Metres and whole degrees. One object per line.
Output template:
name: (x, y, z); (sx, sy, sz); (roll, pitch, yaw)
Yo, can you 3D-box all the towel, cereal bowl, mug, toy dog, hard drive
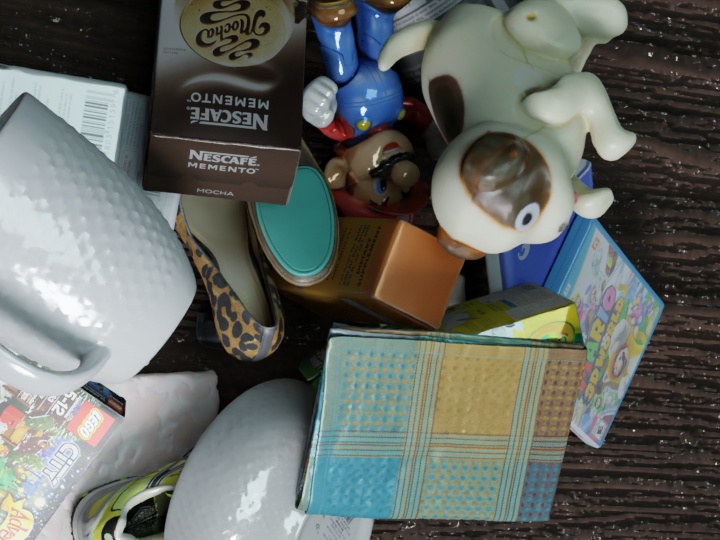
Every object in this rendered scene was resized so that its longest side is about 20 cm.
towel: (-0.196, 0.179, 1.433); (0.189, 0.032, 0.203); (-3, 93, -26)
cereal bowl: (-0.051, 0.188, 1.385); (0.199, 0.083, 0.202); (-26, 125, -43)
mug: (-0.211, 0.005, 1.252); (0.175, 0.147, 0.201); (39, 33, -15)
toy dog: (0.107, -0.104, 1.346); (0.192, 0.140, 0.202); (19, 49, -14)
hard drive: (0.154, 0.025, 1.527); (0.132, 0.025, 0.202); (-43, 138, -36)
towel: (0.057, 0.112, 1.324); (0.198, 0.022, 0.148); (4, 111, -19)

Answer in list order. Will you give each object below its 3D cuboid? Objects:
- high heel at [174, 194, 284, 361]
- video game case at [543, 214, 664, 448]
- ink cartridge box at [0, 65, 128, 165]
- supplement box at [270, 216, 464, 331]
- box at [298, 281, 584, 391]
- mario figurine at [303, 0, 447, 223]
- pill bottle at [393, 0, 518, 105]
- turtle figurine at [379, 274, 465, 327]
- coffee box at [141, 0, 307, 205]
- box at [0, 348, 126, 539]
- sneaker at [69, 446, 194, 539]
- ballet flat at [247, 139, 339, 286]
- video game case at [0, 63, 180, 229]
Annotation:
high heel: (-0.097, -0.033, 1.411); (0.071, 0.142, 0.203); (-8, 95, -23)
video game case: (0.193, 0.054, 1.558); (0.144, 0.018, 0.200); (-63, 147, -10)
ink cartridge box: (-0.268, -0.048, 1.354); (0.172, 0.044, 0.203); (9, 88, -11)
supplement box: (0.000, 0.000, 1.426); (0.068, 0.200, 0.067); (25, 81, -23)
box: (0.057, 0.063, 1.381); (0.198, 0.117, 0.049); (-14, 100, -8)
mario figurine: (0.020, -0.119, 1.433); (0.122, 0.106, 0.202); (-6, 114, 5)
pill bottle: (0.092, -0.169, 1.512); (0.114, 0.114, 0.201); (-39, 107, -19)
turtle figurine: (0.045, 0.112, 1.521); (0.142, 0.200, 0.196); (-11, 75, -2)
coffee box: (-0.099, -0.158, 1.384); (0.112, 0.080, 0.202); (5, 61, -9)
box: (-0.280, 0.139, 1.339); (0.136, 0.038, 0.201); (35, 101, -14)
sneaker: (-0.119, 0.174, 1.411); (0.199, 0.076, 0.076); (-25, 101, -24)
ballet flat: (-0.066, -0.068, 1.435); (0.067, 0.072, 0.202); (-18, 69, -13)
video game case: (-0.230, -0.043, 1.396); (0.180, 0.023, 0.202); (11, 87, -12)
